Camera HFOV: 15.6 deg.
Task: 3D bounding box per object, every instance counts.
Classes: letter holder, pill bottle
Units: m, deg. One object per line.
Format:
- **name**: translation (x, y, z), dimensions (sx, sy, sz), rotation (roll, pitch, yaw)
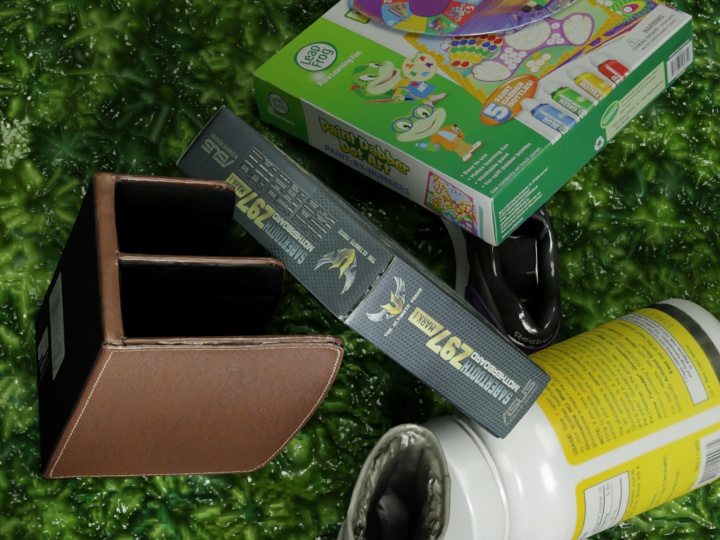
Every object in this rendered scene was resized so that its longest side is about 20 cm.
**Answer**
- **letter holder**: translation (-0.095, 0.035, 1.461), dimensions (0.141, 0.200, 0.101), rotation (1, 66, -16)
- **pill bottle**: translation (0.127, 0.099, 1.550), dimensions (0.199, 0.113, 0.113), rotation (-20, 73, -24)

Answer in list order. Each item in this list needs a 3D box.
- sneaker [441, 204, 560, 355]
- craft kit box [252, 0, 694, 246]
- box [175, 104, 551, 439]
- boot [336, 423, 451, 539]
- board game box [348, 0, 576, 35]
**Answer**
- **sneaker**: translation (0.091, -0.038, 1.614), dimensions (0.075, 0.088, 0.201), rotation (-4, 67, -18)
- **craft kit box**: translation (0.071, -0.125, 1.625), dimensions (0.197, 0.049, 0.200), rotation (27, 55, 34)
- **box**: translation (0.000, 0.000, 1.488), dimensions (0.051, 0.158, 0.200), rotation (-50, 43, 1)
- **boot**: translation (0.003, 0.200, 1.415), dimensions (0.072, 0.200, 0.183), rotation (10, 64, -11)
- **board game box**: translation (0.066, -0.229, 1.668), dimensions (0.157, 0.039, 0.201), rotation (-6, 44, 4)
